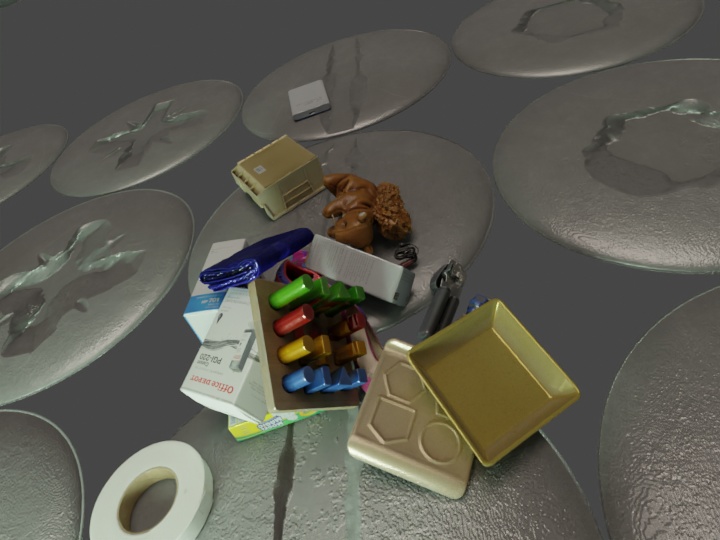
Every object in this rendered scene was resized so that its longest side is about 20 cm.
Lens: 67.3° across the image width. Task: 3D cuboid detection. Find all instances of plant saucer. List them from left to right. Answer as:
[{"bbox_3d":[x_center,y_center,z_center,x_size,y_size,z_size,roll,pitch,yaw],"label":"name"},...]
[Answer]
[{"bbox_3d":[0.196,0.167,0.824,0.196,0.049,0.201,-26,60,-20],"label":"plant saucer"}]

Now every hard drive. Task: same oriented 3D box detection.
[{"bbox_3d":[-0.176,-0.580,1.838,0.128,0.026,0.203,-18,41,2],"label":"hard drive"}]

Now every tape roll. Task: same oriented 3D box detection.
[{"bbox_3d":[-0.331,0.373,0.865,0.196,0.038,0.206,-11,42,10],"label":"tape roll"}]

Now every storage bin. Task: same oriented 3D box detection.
[{"bbox_3d":[-0.219,-0.252,1.451,0.196,0.095,0.200,-34,43,-15],"label":"storage bin"}]

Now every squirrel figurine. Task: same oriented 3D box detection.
[{"bbox_3d":[0.015,-0.120,1.166,0.193,0.146,0.188,-7,27,-3],"label":"squirrel figurine"}]

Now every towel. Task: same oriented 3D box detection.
[{"bbox_3d":[-0.185,-0.020,1.006,0.144,0.051,0.200,-12,15,30],"label":"towel"}]

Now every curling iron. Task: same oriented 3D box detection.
[{"bbox_3d":[0.036,0.010,1.113,0.198,0.026,0.050,-37,73,-5],"label":"curling iron"}]

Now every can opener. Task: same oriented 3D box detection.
[{"bbox_3d":[0.148,0.062,1.012,0.066,0.053,0.202,-25,28,49],"label":"can opener"}]

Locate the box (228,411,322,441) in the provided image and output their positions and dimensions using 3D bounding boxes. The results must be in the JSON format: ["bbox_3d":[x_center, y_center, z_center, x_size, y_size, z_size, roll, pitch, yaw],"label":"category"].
[{"bbox_3d":[-0.135,0.210,0.955,0.195,0.049,0.119,-21,41,4],"label":"box"}]

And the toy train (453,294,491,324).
[{"bbox_3d":[0.171,0.110,0.940,0.034,0.047,0.200,19,54,36],"label":"toy train"}]

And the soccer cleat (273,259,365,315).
[{"bbox_3d":[-0.074,0.049,1.030,0.196,0.074,0.069,29,50,2],"label":"soccer cleat"}]

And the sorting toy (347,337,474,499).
[{"bbox_3d":[0.094,0.221,0.833,0.180,0.037,0.203,18,55,11],"label":"sorting toy"}]

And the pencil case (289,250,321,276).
[{"bbox_3d":[-0.145,0.052,1.103,0.086,0.090,0.202,4,45,25],"label":"pencil case"}]

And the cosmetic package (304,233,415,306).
[{"bbox_3d":[0.000,0.000,1.046,0.195,0.101,0.076,19,89,22],"label":"cosmetic package"}]

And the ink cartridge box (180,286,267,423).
[{"bbox_3d":[-0.197,0.139,0.924,0.142,0.085,0.205,3,62,36],"label":"ink cartridge box"}]

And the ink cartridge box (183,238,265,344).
[{"bbox_3d":[-0.261,0.060,1.089,0.083,0.149,0.203,-8,42,15],"label":"ink cartridge box"}]

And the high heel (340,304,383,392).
[{"bbox_3d":[0.016,0.138,0.931,0.065,0.098,0.201,-17,39,-10],"label":"high heel"}]

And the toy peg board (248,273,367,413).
[{"bbox_3d":[-0.060,0.106,0.854,0.096,0.197,0.205,-28,65,32],"label":"toy peg board"}]
